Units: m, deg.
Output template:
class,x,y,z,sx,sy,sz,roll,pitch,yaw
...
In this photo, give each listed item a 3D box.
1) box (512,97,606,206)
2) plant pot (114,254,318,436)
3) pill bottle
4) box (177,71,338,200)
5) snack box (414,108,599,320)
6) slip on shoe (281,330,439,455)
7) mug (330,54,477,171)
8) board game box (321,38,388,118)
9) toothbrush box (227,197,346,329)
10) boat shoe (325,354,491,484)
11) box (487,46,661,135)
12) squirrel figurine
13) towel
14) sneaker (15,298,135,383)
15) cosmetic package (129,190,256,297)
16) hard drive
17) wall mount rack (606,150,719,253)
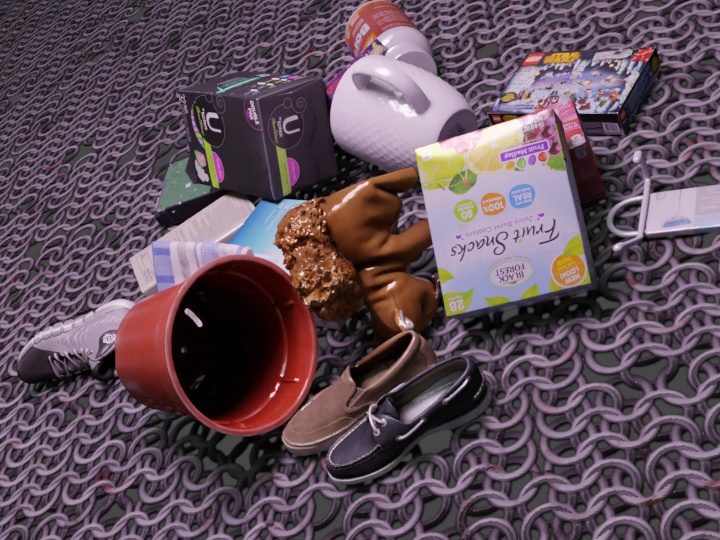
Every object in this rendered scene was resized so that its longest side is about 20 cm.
class,x,y,z,sx,sy,sz,roll,pitch,yaw
box,0.190,-0.117,1.188,0.198,0.096,0.100,-20,40,16
plant pot,-0.187,0.092,1.137,0.194,0.201,0.201,-10,40,50
pill bottle,0.051,-0.346,1.524,0.112,0.113,0.200,-30,37,3
box,-0.149,-0.199,1.383,0.124,0.150,0.199,-27,29,-37
snack box,0.164,-0.060,1.082,0.167,0.068,0.202,-15,79,20
slip on shoe,-0.007,0.135,1.075,0.199,0.061,0.076,-27,38,6
mug,0.058,-0.218,1.309,0.175,0.200,0.148,28,78,37
board game box,-0.024,-0.259,1.447,0.120,0.032,0.200,-51,-2,-19
toothbrush box,-0.080,-0.014,1.271,0.199,0.086,0.147,5,49,39
boat shoe,0.042,0.154,1.020,0.199,0.061,0.076,-33,38,-1
box,0.290,-0.245,1.305,0.199,0.040,0.137,7,51,40
squirrel figurine,0.000,0.000,1.118,0.199,0.188,0.141,-17,-1,-29
towel,-0.203,0.035,1.268,0.199,0.148,0.024,5,18,40
sneaker,-0.397,0.124,1.352,0.199,0.075,0.116,-30,40,1
cosmetic package,-0.227,-0.026,1.396,0.199,0.073,0.104,-34,37,-2
hard drive,-0.239,-0.153,1.575,0.198,0.038,0.140,-17,40,18
wall mount rack,0.353,-0.067,1.036,0.198,0.075,0.175,-6,44,31
